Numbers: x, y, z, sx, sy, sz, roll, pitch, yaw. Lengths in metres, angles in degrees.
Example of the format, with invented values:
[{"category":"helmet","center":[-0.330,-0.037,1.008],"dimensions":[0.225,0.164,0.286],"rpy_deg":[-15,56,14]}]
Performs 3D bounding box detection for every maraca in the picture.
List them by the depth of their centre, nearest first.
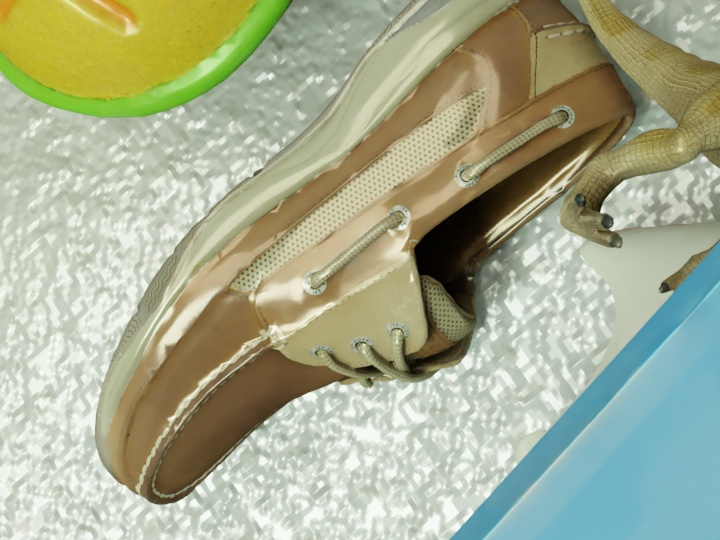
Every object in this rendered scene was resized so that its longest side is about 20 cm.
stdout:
[{"category":"maraca","center":[-0.065,-0.145,0.750],"dimensions":[0.137,0.107,0.201],"rpy_deg":[6,86,25]}]

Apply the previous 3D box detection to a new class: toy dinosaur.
[{"category":"toy dinosaur","center":[0.103,-0.032,0.637],"dimensions":[0.101,0.058,0.200],"rpy_deg":[-48,31,-16]}]

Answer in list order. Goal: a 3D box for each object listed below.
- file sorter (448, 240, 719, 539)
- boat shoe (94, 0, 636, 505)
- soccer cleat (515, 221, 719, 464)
[{"category":"file sorter","center":[0.128,0.115,0.566],"dimensions":[0.139,0.200,0.123],"rpy_deg":[-49,24,13]},{"category":"boat shoe","center":[0.000,0.000,0.725],"dimensions":[0.072,0.076,0.200],"rpy_deg":[46,105,19]},{"category":"soccer cleat","center":[0.077,0.082,0.688],"dimensions":[0.085,0.069,0.200],"rpy_deg":[11,86,34]}]
